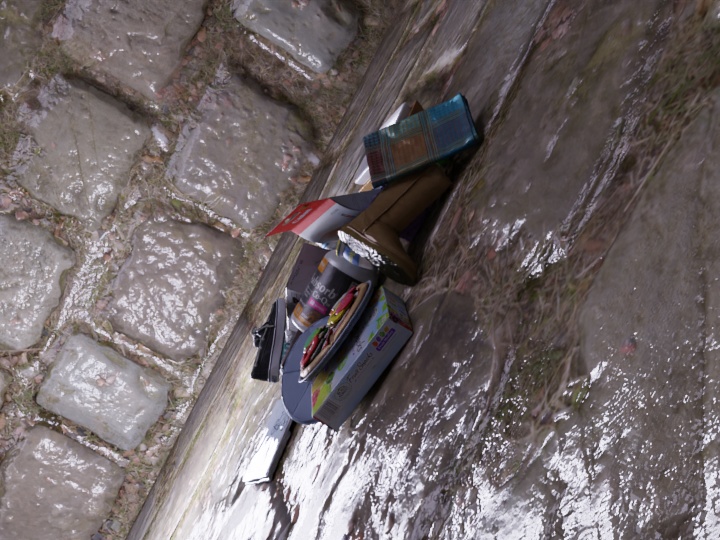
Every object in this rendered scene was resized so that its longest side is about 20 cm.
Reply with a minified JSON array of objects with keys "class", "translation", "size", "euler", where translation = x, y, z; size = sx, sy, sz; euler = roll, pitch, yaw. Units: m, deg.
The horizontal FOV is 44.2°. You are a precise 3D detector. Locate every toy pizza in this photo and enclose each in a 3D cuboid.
[{"class":"toy pizza","translation":[-0.064,0.174,1.548],"size":[0.200,0.032,0.201],"euler":[-28,47,35]},{"class":"toy pizza","translation":[-0.047,0.094,1.443],"size":[0.200,0.032,0.200],"euler":[-54,6,8]}]

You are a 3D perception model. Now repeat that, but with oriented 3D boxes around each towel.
[{"class":"towel","translation":[0.102,-0.227,1.535],"size":[0.199,0.022,0.147],"euler":[-22,42,12]}]

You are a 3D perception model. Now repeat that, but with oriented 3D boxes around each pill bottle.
[{"class":"pill bottle","translation":[-0.037,0.033,1.664],"size":[0.201,0.116,0.116],"euler":[-61,11,8]}]

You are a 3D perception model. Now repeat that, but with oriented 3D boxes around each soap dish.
[{"class":"soap dish","translation":[0.073,-0.262,1.954],"size":[0.200,0.081,0.158],"euler":[-41,24,63]}]

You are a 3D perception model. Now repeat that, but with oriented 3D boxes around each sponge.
[{"class":"sponge","translation":[0.091,-0.119,1.666],"size":[0.112,0.030,0.200],"euler":[-63,11,5]}]

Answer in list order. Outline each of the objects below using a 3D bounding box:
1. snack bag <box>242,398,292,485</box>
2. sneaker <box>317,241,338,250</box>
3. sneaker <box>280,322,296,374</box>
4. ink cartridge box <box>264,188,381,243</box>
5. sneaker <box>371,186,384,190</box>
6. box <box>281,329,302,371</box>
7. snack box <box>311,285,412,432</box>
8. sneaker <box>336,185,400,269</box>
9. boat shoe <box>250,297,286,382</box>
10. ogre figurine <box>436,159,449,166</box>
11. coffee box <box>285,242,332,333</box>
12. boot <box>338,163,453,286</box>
[{"class":"snack bag","translation":[-0.174,0.338,1.805],"size":[0.189,0.021,0.201],"euler":[-38,27,63]},{"class":"sneaker","translation":[0.005,-0.093,1.899],"size":[0.200,0.087,0.075],"euler":[-37,9,5]},{"class":"sneaker","translation":[-0.145,0.193,1.935],"size":[0.200,0.077,0.092],"euler":[-81,6,-68]},{"class":"ink cartridge box","translation":[-0.066,-0.096,1.736],"size":[0.199,0.050,0.162],"euler":[-17,-11,-38]},{"class":"sneaker","translation":[0.064,-0.167,1.822],"size":[0.200,0.070,0.078],"euler":[-49,12,28]},{"class":"box","translation":[-0.097,0.175,1.717],"size":[0.100,0.075,0.200],"euler":[-62,13,3]},{"class":"snack box","translation":[-0.002,0.135,1.389],"size":[0.200,0.053,0.142],"euler":[-53,15,13]},{"class":"sneaker","translation":[0.045,-0.081,1.564],"size":[0.200,0.082,0.074],"euler":[-50,-20,-17]},{"class":"boat shoe","translation":[-0.188,0.137,1.795],"size":[0.074,0.068,0.200],"euler":[98,176,-55]},{"class":"ogre figurine","translation":[0.121,-0.240,1.647],"size":[0.120,0.199,0.099],"euler":[-147,40,-68]},{"class":"coffee box","translation":[-0.099,0.047,1.845],"size":[0.200,0.080,0.113],"euler":[95,-166,-62]},{"class":"boot","translation":[0.083,-0.090,1.483],"size":[0.200,0.175,0.066],"euler":[-44,-29,-17]}]
